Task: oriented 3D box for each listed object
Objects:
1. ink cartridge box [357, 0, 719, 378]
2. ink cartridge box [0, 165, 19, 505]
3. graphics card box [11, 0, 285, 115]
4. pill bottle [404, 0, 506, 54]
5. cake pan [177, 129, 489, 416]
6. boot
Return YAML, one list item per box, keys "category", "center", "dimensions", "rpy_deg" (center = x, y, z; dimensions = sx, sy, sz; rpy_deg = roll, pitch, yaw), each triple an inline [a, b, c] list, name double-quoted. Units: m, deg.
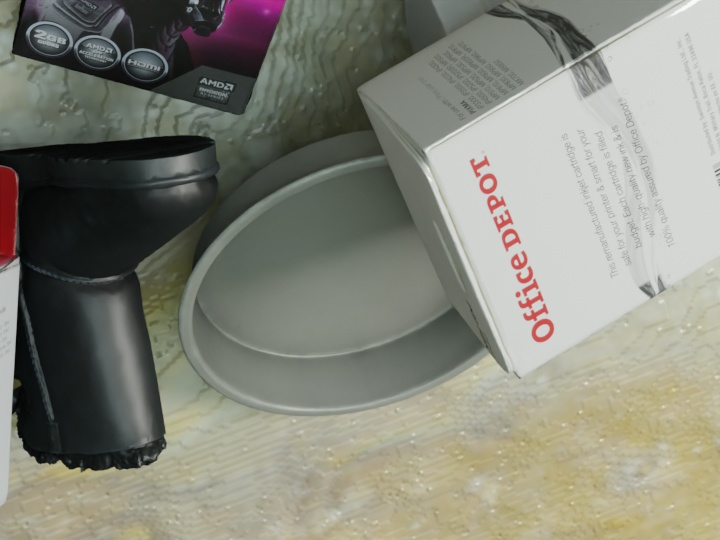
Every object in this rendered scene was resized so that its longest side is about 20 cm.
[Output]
- category: "ink cartridge box"
  center: [0.118, -0.066, 0.952]
  dimensions: [0.200, 0.083, 0.147]
  rpy_deg: [-30, 127, -8]
- category: "ink cartridge box"
  center: [-0.274, 0.028, 0.974]
  dimensions: [0.200, 0.084, 0.176]
  rpy_deg: [7, 104, 10]
- category: "graphics card box"
  center: [-0.087, -0.173, 0.964]
  dimensions: [0.125, 0.051, 0.200]
  rpy_deg: [15, 136, -12]
- category: "pill bottle"
  center: [0.132, -0.136, 1.047]
  dimensions: [0.200, 0.116, 0.116]
  rpy_deg: [-17, 108, -9]
- category: "cake pan"
  center: [0.000, 0.000, 1.046]
  dimensions: [0.200, 0.037, 0.200]
  rpy_deg: [-12, 141, -10]
- category: "boot"
  center: [-0.124, 0.018, 0.990]
  dimensions: [0.073, 0.198, 0.163]
  rpy_deg: [-12, 98, -35]
